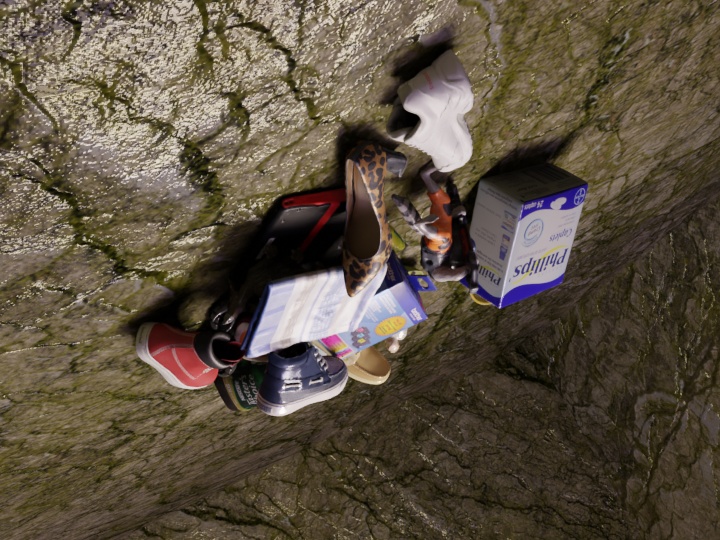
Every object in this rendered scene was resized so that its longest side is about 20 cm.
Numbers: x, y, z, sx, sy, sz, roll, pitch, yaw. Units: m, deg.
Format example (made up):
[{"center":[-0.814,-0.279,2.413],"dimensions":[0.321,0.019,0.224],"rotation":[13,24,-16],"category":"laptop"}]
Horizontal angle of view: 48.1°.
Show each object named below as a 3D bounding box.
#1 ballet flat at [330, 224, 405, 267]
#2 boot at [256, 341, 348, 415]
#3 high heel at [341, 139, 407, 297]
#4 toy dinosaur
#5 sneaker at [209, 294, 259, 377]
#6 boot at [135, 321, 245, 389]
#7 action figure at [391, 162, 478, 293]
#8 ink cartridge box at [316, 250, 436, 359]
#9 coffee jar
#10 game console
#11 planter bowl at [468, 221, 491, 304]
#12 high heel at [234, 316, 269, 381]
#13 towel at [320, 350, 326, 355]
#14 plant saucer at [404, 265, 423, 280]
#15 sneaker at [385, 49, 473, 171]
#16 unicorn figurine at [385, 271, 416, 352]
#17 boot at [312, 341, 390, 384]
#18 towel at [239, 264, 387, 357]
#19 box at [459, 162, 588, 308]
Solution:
[{"center":[0.000,0.000,1.297],"dimensions":[0.066,0.068,0.200],"rotation":[30,129,-20],"category":"ballet flat"},{"center":[-0.073,0.142,1.199],"dimensions":[0.199,0.072,0.092],"rotation":[-21,131,-58],"category":"boot"},{"center":[-0.007,-0.061,1.002],"dimensions":[0.142,0.070,0.204],"rotation":[-4,112,-66],"category":"high heel"},{"center":[-0.107,0.010,1.109],"dimensions":[0.197,0.078,0.102],"rotation":[-18,172,-32],"category":"toy dinosaur"},{"center":[-0.196,0.085,1.269],"dimensions":[0.080,0.075,0.201],"rotation":[-53,178,-43],"category":"sneaker"},{"center":[-0.219,0.132,1.180],"dimensions":[0.141,0.074,0.200],"rotation":[3,160,16],"category":"boot"},{"center":[0.112,-0.066,1.204],"dimensions":[0.102,0.202,0.195],"rotation":[-13,136,7],"category":"action figure"},{"center":[0.018,0.047,1.260],"dimensions":[0.197,0.077,0.137],"rotation":[-28,146,8],"category":"ink cartridge box"},{"center":[-0.167,0.192,1.437],"dimensions":[0.197,0.106,0.086],"rotation":[-11,-155,32],"category":"coffee jar"},{"center":[-0.077,-0.050,1.119],"dimensions":[0.174,0.031,0.200],"rotation":[-9,154,-37],"category":"game console"},{"center":[0.244,-0.045,1.520],"dimensions":[0.198,0.083,0.204],"rotation":[-26,133,-32],"category":"planter bowl"},{"center":[-0.135,0.099,1.215],"dimensions":[0.066,0.097,0.201],"rotation":[1,146,19],"category":"high heel"},{"center":[-0.127,0.155,1.562],"dimensions":[0.171,0.049,0.198],"rotation":[-40,150,30],"category":"towel"},{"center":[0.030,0.043,1.575],"dimensions":[0.197,0.031,0.200],"rotation":[-27,164,-8],"category":"plant saucer"},{"center":[0.076,-0.173,0.942],"dimensions":[0.098,0.079,0.201],"rotation":[-22,155,-1],"category":"sneaker"},{"center":[0.064,0.049,1.421],"dimensions":[0.072,0.204,0.137],"rotation":[-7,-171,11],"category":"unicorn figurine"},{"center":[-0.006,0.105,1.425],"dimensions":[0.073,0.199,0.156],"rotation":[-50,179,-41],"category":"boot"},{"center":[-0.061,0.051,1.107],"dimensions":[0.197,0.024,0.148],"rotation":[-11,142,-37],"category":"towel"},{"center":[0.282,-0.064,1.400],"dimensions":[0.182,0.104,0.203],"rotation":[-17,128,-36],"category":"box"}]
